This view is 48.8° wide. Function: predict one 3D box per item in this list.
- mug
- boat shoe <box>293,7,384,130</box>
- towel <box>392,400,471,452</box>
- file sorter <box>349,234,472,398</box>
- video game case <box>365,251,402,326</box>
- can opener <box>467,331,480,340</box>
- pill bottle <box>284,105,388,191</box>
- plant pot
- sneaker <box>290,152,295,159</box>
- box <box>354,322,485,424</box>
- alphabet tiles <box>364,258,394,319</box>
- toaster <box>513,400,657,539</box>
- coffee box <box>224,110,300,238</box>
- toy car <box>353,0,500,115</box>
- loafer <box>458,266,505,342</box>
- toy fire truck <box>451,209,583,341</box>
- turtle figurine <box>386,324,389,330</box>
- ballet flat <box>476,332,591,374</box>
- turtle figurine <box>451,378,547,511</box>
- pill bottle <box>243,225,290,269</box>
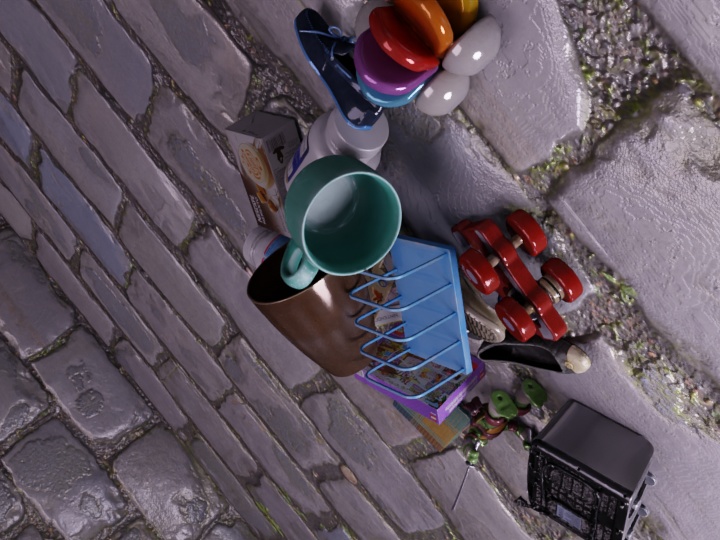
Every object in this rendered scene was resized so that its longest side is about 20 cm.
[{"bbox_3d":[-0.046,-0.079,1.124,0.114,0.183,0.154,46,153,55],"label":"mug"},{"bbox_3d":[-0.020,-0.297,1.130,0.068,0.084,0.201,-39,81,37],"label":"boat shoe"},{"bbox_3d":[0.141,0.273,1.567,0.147,0.022,0.201,45,150,13],"label":"towel"},{"bbox_3d":[0.066,0.069,1.186,0.138,0.122,0.203,16,124,51],"label":"file sorter"},{"bbox_3d":[0.000,0.000,1.326,0.179,0.025,0.202,-16,104,44],"label":"video game case"},{"bbox_3d":[0.124,0.061,1.337,0.198,0.053,0.068,27,141,36],"label":"can opener"},{"bbox_3d":[-0.035,-0.177,1.235,0.120,0.119,0.200,50,149,1],"label":"pill bottle"},{"bbox_3d":[-0.054,0.067,1.276,0.185,0.187,0.202,6,133,49],"label":"plant pot"},{"bbox_3d":[-0.058,-0.118,1.374,0.201,0.074,0.081,54,153,0],"label":"sneaker"},{"bbox_3d":[0.101,0.176,1.404,0.198,0.136,0.040,24,139,38],"label":"box"},{"bbox_3d":[-0.026,0.011,1.332,0.166,0.006,0.201,39,133,15],"label":"alphabet tiles"},{"bbox_3d":[0.354,0.327,1.251,0.198,0.118,0.183,26,140,34],"label":"toaster"},{"bbox_3d":[-0.154,-0.172,1.427,0.114,0.079,0.202,23,139,43],"label":"coffee box"},{"bbox_3d":[0.059,-0.279,0.979,0.175,0.150,0.200,47,148,4],"label":"toy car"},{"bbox_3d":[0.158,0.031,1.226,0.200,0.068,0.076,42,167,32],"label":"loafer"},{"bbox_3d":[0.214,0.009,1.139,0.201,0.112,0.168,53,175,-5],"label":"toy fire truck"},{"bbox_3d":[-0.003,0.070,1.456,0.147,0.101,0.203,5,114,19],"label":"turtle figurine"},{"bbox_3d":[0.267,0.135,1.225,0.198,0.057,0.067,3,126,51],"label":"ballet flat"},{"bbox_3d":[0.245,0.285,1.332,0.141,0.202,0.195,12,140,-4],"label":"turtle figurine"},{"bbox_3d":[-0.132,-0.011,1.540,0.199,0.108,0.110,31,144,30],"label":"pill bottle"}]
